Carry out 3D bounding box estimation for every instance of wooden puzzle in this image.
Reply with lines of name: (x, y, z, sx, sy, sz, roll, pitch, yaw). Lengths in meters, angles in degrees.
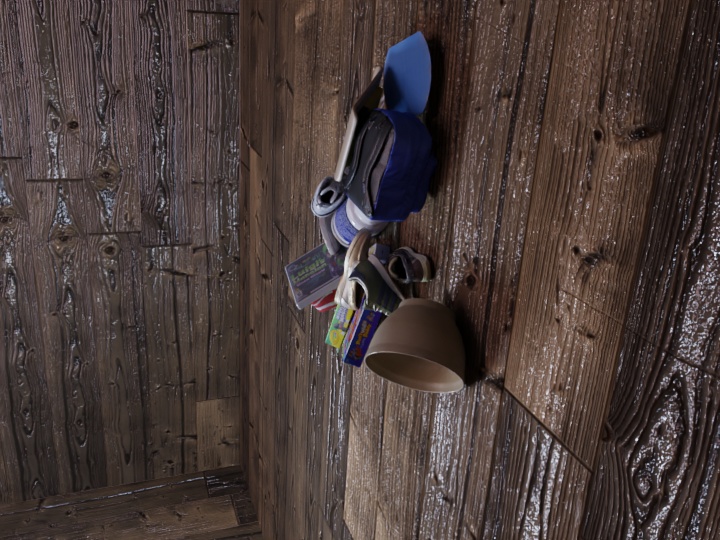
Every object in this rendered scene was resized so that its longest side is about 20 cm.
wooden puzzle: (0.002, -0.313, 1.474, 0.186, 0.037, 0.202, 109, -177, -48)

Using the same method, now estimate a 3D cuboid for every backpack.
backpack: (0.067, -0.225, 1.407, 0.163, 0.165, 0.203, 44, 130, 47)

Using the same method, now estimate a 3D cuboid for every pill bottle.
pill bottle: (0.007, -0.134, 1.665, 0.200, 0.114, 0.118, 143, 121, -67)

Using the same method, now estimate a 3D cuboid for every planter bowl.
planter bowl: (0.118, 0.140, 1.345, 0.200, 0.197, 0.137, 131, 158, -62)

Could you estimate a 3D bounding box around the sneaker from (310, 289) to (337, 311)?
sneaker: (-0.068, 0.019, 1.835, 0.113, 0.200, 0.071, 50, 167, -32)

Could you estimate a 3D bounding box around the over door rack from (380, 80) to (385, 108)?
over door rack: (0.044, -0.316, 1.602, 0.202, 0.065, 0.149, 105, 153, -42)

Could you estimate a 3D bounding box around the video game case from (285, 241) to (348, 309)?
video game case: (-0.094, -0.007, 1.765, 0.023, 0.198, 0.183, 56, -175, -36)

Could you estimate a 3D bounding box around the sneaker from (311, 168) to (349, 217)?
sneaker: (-0.043, -0.214, 1.683, 0.075, 0.200, 0.115, 44, 178, -3)

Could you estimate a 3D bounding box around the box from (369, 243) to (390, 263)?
box: (0.022, -0.025, 1.747, 0.200, 0.038, 0.042, 150, 132, -68)

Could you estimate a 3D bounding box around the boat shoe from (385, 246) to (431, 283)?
boat shoe: (0.092, -0.013, 1.528, 0.200, 0.064, 0.075, -169, 74, -70)

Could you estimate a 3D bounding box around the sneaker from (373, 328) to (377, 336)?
sneaker: (0.087, 0.183, 1.576, 0.200, 0.079, 0.090, -168, 70, -75)

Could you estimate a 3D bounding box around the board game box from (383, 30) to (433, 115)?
board game box: (0.110, -0.398, 1.431, 0.199, 0.038, 0.161, -178, 84, -65)

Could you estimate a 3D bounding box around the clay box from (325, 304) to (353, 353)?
clay box: (-0.039, 0.107, 1.766, 0.115, 0.047, 0.202, -63, -6, -59)

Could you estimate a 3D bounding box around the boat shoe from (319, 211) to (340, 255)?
boat shoe: (-0.064, -0.118, 1.802, 0.201, 0.067, 0.073, -95, -15, -56)

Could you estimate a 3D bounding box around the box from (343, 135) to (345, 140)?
box: (0.004, -0.262, 1.590, 0.201, 0.038, 0.042, -116, 13, -52)

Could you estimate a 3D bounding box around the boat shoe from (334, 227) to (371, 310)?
boat shoe: (0.000, 0.000, 1.608, 0.068, 0.073, 0.203, 25, 116, 20)

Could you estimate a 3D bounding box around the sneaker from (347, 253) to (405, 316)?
sneaker: (0.047, 0.069, 1.532, 0.202, 0.089, 0.067, 56, 170, 7)

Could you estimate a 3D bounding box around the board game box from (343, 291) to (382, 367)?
board game box: (0.013, 0.113, 1.656, 0.135, 0.044, 0.203, -95, 26, -75)
